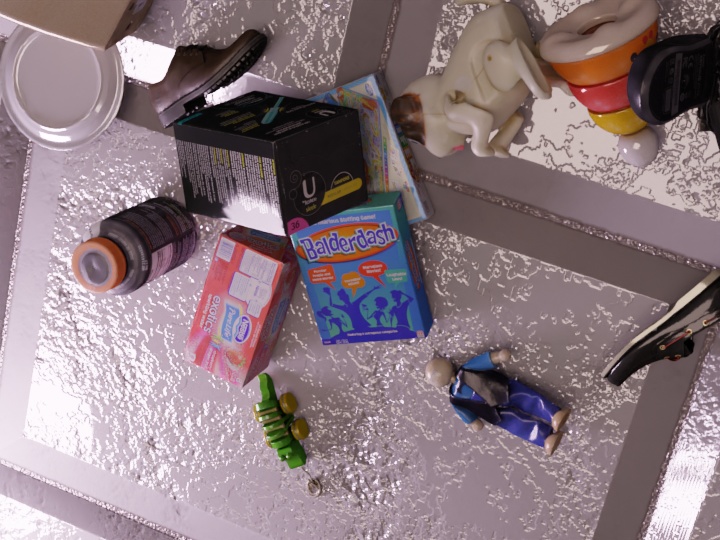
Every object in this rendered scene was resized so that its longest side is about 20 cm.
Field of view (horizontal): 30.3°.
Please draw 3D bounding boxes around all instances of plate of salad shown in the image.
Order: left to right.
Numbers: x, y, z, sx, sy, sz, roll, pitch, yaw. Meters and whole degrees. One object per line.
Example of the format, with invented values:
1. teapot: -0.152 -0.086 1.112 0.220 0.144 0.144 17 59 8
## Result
1. plate of salad: -0.416 -0.269 1.867 0.199 0.048 0.201 2 96 18

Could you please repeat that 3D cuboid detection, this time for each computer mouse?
1. computer mouse: 0.357 -0.217 1.514 0.053 0.200 0.139 20 115 40

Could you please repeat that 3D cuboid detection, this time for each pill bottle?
1. pill bottle: -0.312 -0.030 1.812 0.106 0.200 0.107 6 107 19

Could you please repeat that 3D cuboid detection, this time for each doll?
1. doll: 0.178 0.165 1.763 0.200 0.048 0.137 24 122 20

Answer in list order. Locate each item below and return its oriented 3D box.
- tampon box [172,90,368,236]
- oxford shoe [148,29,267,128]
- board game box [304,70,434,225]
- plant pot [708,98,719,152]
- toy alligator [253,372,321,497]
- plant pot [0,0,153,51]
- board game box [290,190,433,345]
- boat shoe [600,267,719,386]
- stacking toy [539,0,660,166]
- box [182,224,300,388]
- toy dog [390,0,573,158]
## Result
1. tampon box: -0.114 -0.138 1.690 0.200 0.150 0.127 16 122 43
2. oxford shoe: -0.211 -0.273 1.773 0.200 0.073 0.085 -30 91 26
3. board game box: 0.000 -0.145 1.749 0.134 0.034 0.201 -17 99 24
4. plant pot: 0.501 -0.149 1.475 0.199 0.200 0.178 -35 83 26
5. toy alligator: -0.108 0.243 1.893 0.059 0.054 0.201 -19 98 25
6. plant pot: -0.356 -0.401 1.734 0.177 0.200 0.200 34 115 -3
7. board game box: 0.000 0.000 1.758 0.152 0.045 0.201 -6 117 20
8. boat shoe: 0.384 0.083 1.645 0.201 0.074 0.063 -42 80 21
9. stacking toy: 0.310 -0.214 1.577 0.146 0.146 0.200 -15 117 24
10. box: -0.158 0.044 1.832 0.102 0.095 0.201 24 113 13
11. toy dog: 0.130 -0.221 1.621 0.200 0.140 0.194 -36 90 28
